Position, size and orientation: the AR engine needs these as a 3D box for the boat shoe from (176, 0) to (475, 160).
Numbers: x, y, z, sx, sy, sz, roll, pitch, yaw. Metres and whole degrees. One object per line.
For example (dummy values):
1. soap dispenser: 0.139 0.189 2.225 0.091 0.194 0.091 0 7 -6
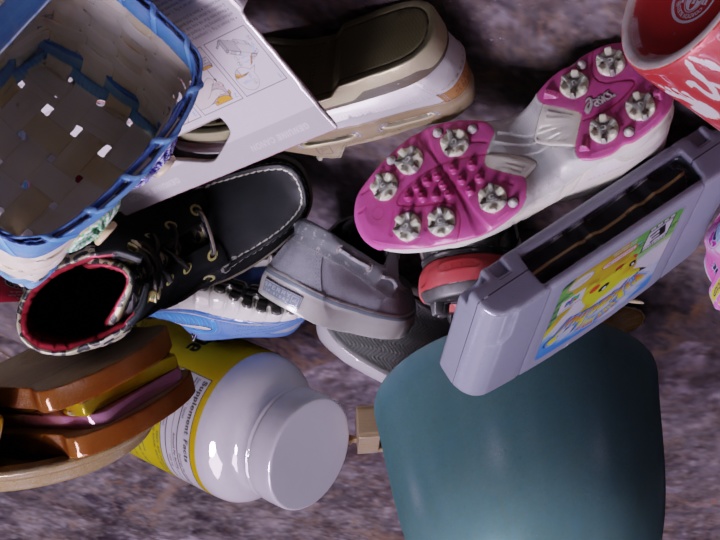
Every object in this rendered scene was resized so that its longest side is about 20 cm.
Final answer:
1. boat shoe: -0.027 -0.097 1.144 0.198 0.075 0.068 -9 142 31

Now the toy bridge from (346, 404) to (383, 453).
1. toy bridge: 0.087 0.117 1.427 0.198 0.027 0.067 -4 152 -4

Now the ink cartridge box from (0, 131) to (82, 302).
1. ink cartridge box: -0.281 -0.058 1.294 0.146 0.086 0.200 -1 150 22

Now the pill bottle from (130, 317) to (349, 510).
1. pill bottle: -0.108 0.102 1.438 0.199 0.113 0.112 21 163 37

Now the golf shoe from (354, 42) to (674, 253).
1. golf shoe: 0.094 -0.056 1.131 0.198 0.076 0.092 -23 159 10

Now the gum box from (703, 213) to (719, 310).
1. gum box: 0.312 -0.016 1.163 0.198 0.067 0.114 11 144 -6

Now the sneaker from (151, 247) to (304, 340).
1. sneaker: -0.129 0.016 1.390 0.198 0.079 0.089 12 150 -3

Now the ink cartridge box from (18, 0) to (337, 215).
1. ink cartridge box: -0.125 -0.128 1.103 0.199 0.045 0.176 -18 125 43

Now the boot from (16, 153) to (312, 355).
1. boot: -0.120 -0.008 1.212 0.202 0.074 0.154 -23 -171 -1

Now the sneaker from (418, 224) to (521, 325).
1. sneaker: 0.075 -0.016 1.269 0.070 0.099 0.200 -8 173 9

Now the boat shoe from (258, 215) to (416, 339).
1. boat shoe: -0.001 0.000 1.305 0.070 0.072 0.200 30 -172 20

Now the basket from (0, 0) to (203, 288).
1. basket: -0.161 -0.095 0.993 0.139 0.177 0.200 34 157 11

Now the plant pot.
1. plant pot: 0.115 0.152 1.309 0.198 0.162 0.201 -5 146 -3

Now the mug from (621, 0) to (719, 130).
1. mug: 0.229 -0.094 1.004 0.199 0.135 0.177 27 147 -23

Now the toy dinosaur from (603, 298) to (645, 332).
1. toy dinosaur: 0.152 0.037 1.377 0.100 0.059 0.200 -8 159 3

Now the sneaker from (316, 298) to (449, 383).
1. sneaker: 0.038 0.080 1.458 0.198 0.074 0.116 20 148 -20

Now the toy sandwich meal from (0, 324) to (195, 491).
1. toy sandwich meal: -0.210 0.076 1.235 0.203 0.205 0.071 0 110 18

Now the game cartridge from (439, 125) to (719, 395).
1. game cartridge: 0.138 -0.002 1.169 0.041 0.199 0.134 52 161 15
